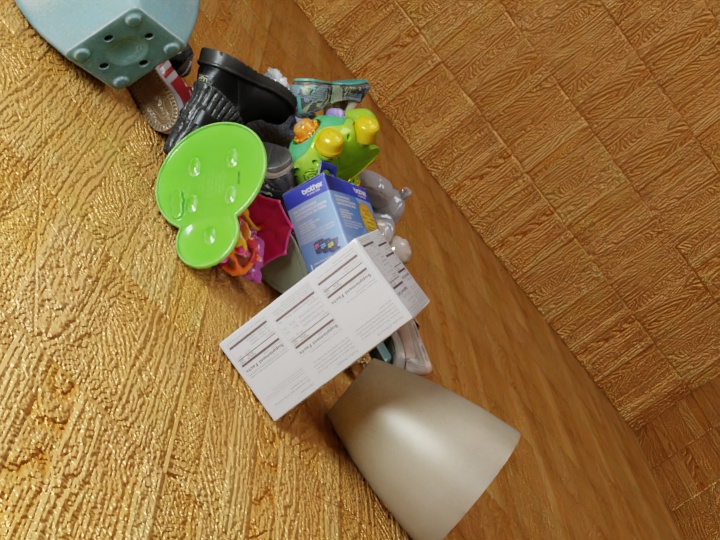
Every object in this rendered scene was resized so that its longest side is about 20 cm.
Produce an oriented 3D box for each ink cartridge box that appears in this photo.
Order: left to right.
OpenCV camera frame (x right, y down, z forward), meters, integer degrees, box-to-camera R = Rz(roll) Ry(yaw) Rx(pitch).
[{"bbox_3d":[-0.029,-0.049,1.614,0.136,0.076,0.201,12,55,-64],"label":"ink cartridge box"}]

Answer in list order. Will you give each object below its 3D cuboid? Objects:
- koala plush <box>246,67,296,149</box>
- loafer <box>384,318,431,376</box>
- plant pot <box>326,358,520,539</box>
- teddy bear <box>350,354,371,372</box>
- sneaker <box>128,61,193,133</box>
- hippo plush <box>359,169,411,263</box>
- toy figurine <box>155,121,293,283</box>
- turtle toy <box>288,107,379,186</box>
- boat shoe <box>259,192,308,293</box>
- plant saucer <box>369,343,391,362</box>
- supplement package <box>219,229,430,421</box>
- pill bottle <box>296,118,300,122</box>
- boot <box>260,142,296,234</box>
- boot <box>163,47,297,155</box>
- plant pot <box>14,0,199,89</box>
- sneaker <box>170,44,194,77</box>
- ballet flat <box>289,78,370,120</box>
[{"bbox_3d":[-0.127,-0.210,1.836,0.200,0.177,0.184,53,22,-23],"label":"koala plush"},{"bbox_3d":[0.067,0.102,1.812,0.062,0.072,0.201,7,33,-11],"label":"loafer"},{"bbox_3d":[0.063,0.207,1.442,0.200,0.188,0.187,40,11,5],"label":"plant pot"},{"bbox_3d":[-0.035,0.058,1.677,0.145,0.067,0.201,45,16,-45],"label":"teddy bear"},{"bbox_3d":[-0.278,-0.270,1.649,0.112,0.071,0.201,16,47,-64],"label":"sneaker"},{"bbox_3d":[0.038,-0.082,1.987,0.200,0.158,0.162,40,61,-37],"label":"hippo plush"},{"bbox_3d":[-0.149,-0.053,1.467,0.184,0.149,0.201,52,30,-55],"label":"toy figurine"},{"bbox_3d":[-0.038,-0.181,1.728,0.101,0.146,0.199,42,44,22],"label":"turtle toy"},{"bbox_3d":[-0.131,-0.053,1.607,0.202,0.072,0.061,53,16,6],"label":"boat shoe"},{"bbox_3d":[-0.008,0.070,1.775,0.201,0.019,0.070,58,-23,23],"label":"plant saucer"},{"bbox_3d":[-0.037,0.060,1.354,0.111,0.199,0.156,54,12,2],"label":"supplement package"},{"bbox_3d":[-0.102,-0.206,2.035,0.200,0.112,0.112,52,13,-11],"label":"pill bottle"},{"bbox_3d":[-0.147,-0.118,1.700,0.199,0.073,0.151,20,-41,46],"label":"boot"},{"bbox_3d":[-0.180,-0.198,1.609,0.079,0.159,0.211,15,-4,34],"label":"boot"},{"bbox_3d":[-0.318,-0.352,1.475,0.196,0.195,0.201,32,32,-59],"label":"plant pot"},{"bbox_3d":[-0.290,-0.327,1.770,0.091,0.066,0.200,46,12,-21],"label":"sneaker"},{"bbox_3d":[-0.048,-0.261,1.798,0.075,0.074,0.199,56,31,12],"label":"ballet flat"}]
